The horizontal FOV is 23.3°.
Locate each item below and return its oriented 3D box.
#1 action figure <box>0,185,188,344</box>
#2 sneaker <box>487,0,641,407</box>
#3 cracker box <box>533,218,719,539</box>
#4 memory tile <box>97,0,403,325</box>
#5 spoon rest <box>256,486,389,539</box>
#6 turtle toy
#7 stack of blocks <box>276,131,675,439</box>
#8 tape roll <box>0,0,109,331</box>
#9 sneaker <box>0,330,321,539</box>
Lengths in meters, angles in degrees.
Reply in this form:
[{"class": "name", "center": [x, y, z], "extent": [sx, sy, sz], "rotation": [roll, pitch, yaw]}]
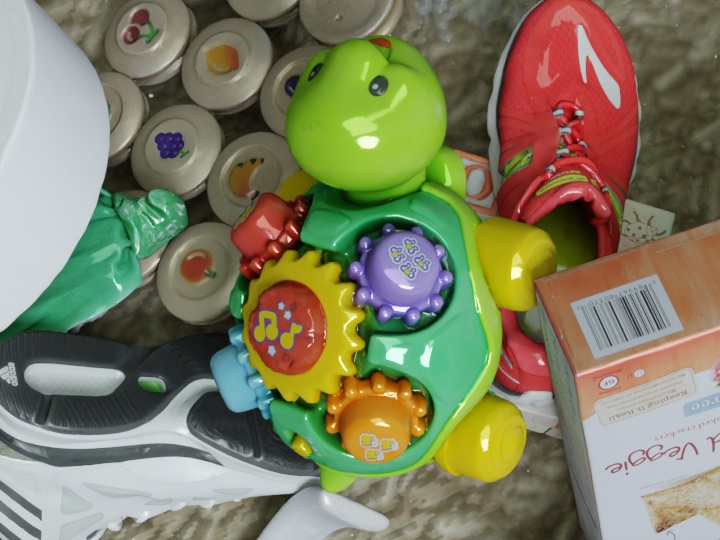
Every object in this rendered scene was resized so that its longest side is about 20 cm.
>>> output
[{"class": "action figure", "center": [-0.170, 0.014, 0.825], "extent": [0.200, 0.055, 0.118], "rotation": [-27, 65, 9]}, {"class": "sneaker", "center": [0.097, -0.037, 0.802], "extent": [0.077, 0.085, 0.200], "rotation": [7, 77, -4]}, {"class": "cracker box", "center": [0.157, 0.063, 0.764], "extent": [0.134, 0.200, 0.058], "rotation": [-19, 50, -1]}, {"class": "memory tile", "center": [-0.078, -0.080, 0.856], "extent": [0.153, 0.017, 0.200], "rotation": [24, 81, 28]}, {"class": "spoon rest", "center": [-0.053, 0.196, 0.819], "extent": [0.099, 0.061, 0.200], "rotation": [29, 82, -25]}, {"class": "turtle toy", "center": [0.000, 0.000, 0.745], "extent": [0.146, 0.101, 0.200], "rotation": [16, 100, 36]}, {"class": "stack of blocks", "center": [0.042, 0.004, 0.864], "extent": [0.200, 0.059, 0.115], "rotation": [17, 77, 0]}, {"class": "tape roll", "center": [-0.220, -0.054, 0.808], "extent": [0.202, 0.071, 0.203], "rotation": [-11, 60, 21]}, {"class": "sneaker", "center": [-0.102, 0.091, 0.838], "extent": [0.200, 0.115, 0.076], "rotation": [11, 44, -30]}]
